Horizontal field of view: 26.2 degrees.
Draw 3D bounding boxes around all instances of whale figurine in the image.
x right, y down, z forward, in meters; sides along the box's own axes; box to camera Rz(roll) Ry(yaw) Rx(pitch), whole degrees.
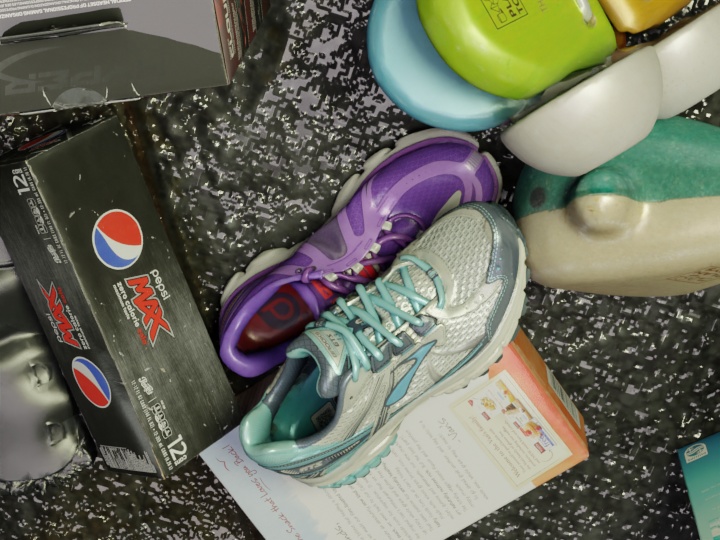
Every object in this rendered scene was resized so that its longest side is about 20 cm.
[{"bbox_3d":[0.171,-0.046,0.824,0.159,0.200,0.104,7,77,-38],"label":"whale figurine"}]

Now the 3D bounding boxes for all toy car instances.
[{"bbox_3d":[0.082,-0.135,0.784,0.150,0.200,0.175,-27,94,46],"label":"toy car"}]

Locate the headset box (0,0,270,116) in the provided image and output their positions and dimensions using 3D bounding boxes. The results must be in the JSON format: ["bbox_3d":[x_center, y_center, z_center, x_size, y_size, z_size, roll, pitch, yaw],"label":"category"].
[{"bbox_3d":[-0.133,-0.138,0.786,0.149,0.200,0.075,-6,111,7],"label":"headset box"}]

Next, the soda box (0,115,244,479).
[{"bbox_3d":[-0.143,0.016,0.891,0.063,0.071,0.200,-3,114,47],"label":"soda box"}]

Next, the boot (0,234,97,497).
[{"bbox_3d":[-0.255,0.057,0.934,0.198,0.073,0.163,-8,106,-2],"label":"boot"}]

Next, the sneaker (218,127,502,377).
[{"bbox_3d":[0.000,0.000,0.895,0.200,0.083,0.081,-40,104,16],"label":"sneaker"}]

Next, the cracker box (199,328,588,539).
[{"bbox_3d":[0.019,0.100,0.946,0.200,0.058,0.134,-32,105,13],"label":"cracker box"}]

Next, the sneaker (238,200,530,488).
[{"bbox_3d":[0.011,0.043,0.837,0.200,0.086,0.078,-52,56,17],"label":"sneaker"}]

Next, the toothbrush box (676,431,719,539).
[{"bbox_3d":[0.260,0.191,0.892,0.085,0.200,0.146,-26,108,12],"label":"toothbrush box"}]
